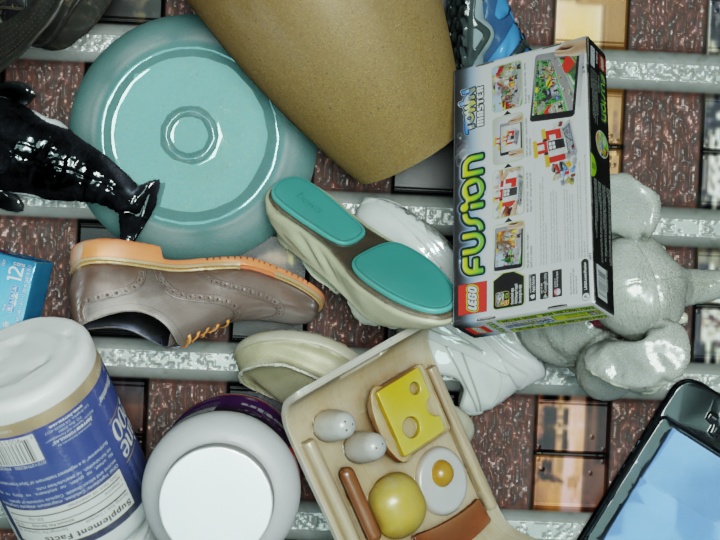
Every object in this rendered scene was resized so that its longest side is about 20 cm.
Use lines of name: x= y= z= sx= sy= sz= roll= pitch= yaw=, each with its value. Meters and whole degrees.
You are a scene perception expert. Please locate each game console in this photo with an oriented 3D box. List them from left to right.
game console: x=0.280 y=0.210 z=1.098 sx=0.172 sy=0.119 sz=0.200 roll=32 pitch=89 yaw=-2

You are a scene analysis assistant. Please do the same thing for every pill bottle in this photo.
pill bottle: x=-0.218 y=0.143 z=1.053 sx=0.111 sy=0.111 sz=0.200 roll=-18 pitch=122 yaw=-2
pill bottle: x=-0.099 y=0.154 z=1.043 sx=0.112 sy=0.200 sz=0.113 roll=0 pitch=91 yaw=-2

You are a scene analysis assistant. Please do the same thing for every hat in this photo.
hat: x=-0.233 y=-0.231 z=1.087 sx=0.081 sy=0.200 sz=0.201 roll=21 pitch=90 yaw=-42

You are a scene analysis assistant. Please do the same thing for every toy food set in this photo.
toy food set: x=0.043 y=0.147 z=1.033 sx=0.143 sy=0.060 sz=0.200 roll=-28 pitch=99 yaw=-34

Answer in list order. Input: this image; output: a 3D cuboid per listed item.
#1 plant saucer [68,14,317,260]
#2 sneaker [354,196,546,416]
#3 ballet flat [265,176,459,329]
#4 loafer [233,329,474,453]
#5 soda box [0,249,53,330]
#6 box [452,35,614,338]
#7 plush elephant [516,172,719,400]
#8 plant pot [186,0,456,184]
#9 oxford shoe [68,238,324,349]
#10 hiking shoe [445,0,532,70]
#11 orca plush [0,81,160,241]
plant saucer: x=-0.133 y=-0.105 z=1.123 sx=0.200 sy=0.036 sz=0.200 roll=0 pitch=91 yaw=-2
sneaker: x=0.051 y=0.033 z=1.112 sx=0.099 sy=0.078 sz=0.200 roll=-40 pitch=91 yaw=2
ballet flat: x=0.000 y=0.000 z=1.067 sx=0.069 sy=0.069 sz=0.200 roll=-49 pitch=55 yaw=-1
loafer: x=-0.008 y=0.108 z=1.098 sx=0.200 sy=0.076 sz=0.068 roll=23 pitch=58 yaw=-5
soda box: x=-0.296 y=0.083 z=1.101 sx=0.064 sy=0.068 sz=0.200 roll=14 pitch=90 yaw=-1
box: x=0.120 y=-0.059 z=1.006 sx=0.110 sy=0.035 sz=0.200 roll=-10 pitch=67 yaw=31
plush elephant: x=0.193 y=0.015 z=1.042 sx=0.200 sy=0.155 sz=0.165 roll=-2 pitch=87 yaw=-39
plant pot: x=-0.009 y=-0.172 z=1.067 sx=0.186 sy=0.186 sz=0.200 roll=-30 pitch=103 yaw=-2
oxford shoe: x=-0.124 y=0.029 z=1.087 sx=0.200 sy=0.071 sz=0.073 roll=7 pitch=65 yaw=-17
hiking shoe: x=0.116 y=-0.155 z=1.120 sx=0.087 sy=0.074 sz=0.200 roll=-7 pitch=100 yaw=-9
orca plush: x=-0.259 y=-0.072 z=1.083 sx=0.200 sy=0.071 sz=0.105 roll=35 pitch=117 yaw=3
